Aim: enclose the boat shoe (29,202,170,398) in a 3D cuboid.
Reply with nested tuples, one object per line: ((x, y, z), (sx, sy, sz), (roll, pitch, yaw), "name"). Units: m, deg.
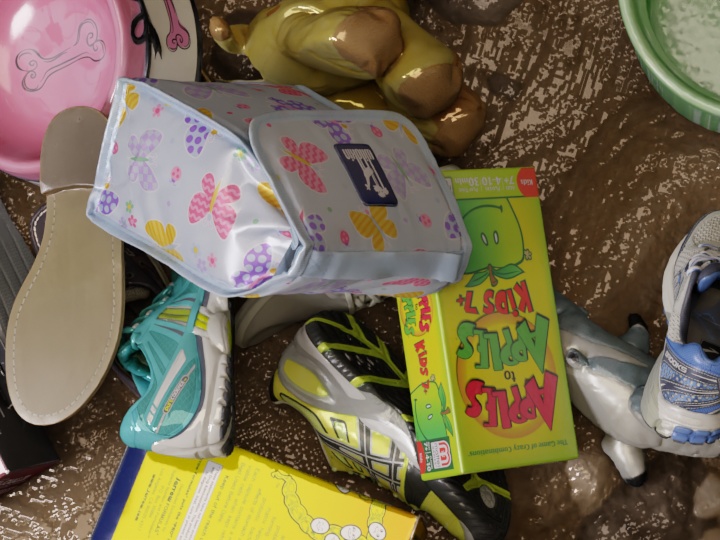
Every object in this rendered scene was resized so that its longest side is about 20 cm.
((-0.164, 0.025, 1.653), (0.072, 0.065, 0.200), (-36, 78, 0), "boat shoe")

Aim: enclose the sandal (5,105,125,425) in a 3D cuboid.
((-0.184, 0.000, 1.589), (0.077, 0.070, 0.212), (5, 85, 11), "sandal")

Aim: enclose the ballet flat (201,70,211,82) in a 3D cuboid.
((-0.128, -0.113, 1.676), (0.069, 0.063, 0.200), (-36, 79, -5), "ballet flat")

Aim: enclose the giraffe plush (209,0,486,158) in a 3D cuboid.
((0.007, -0.187, 1.645), (0.200, 0.173, 0.162), (13, 69, 32), "giraffe plush")

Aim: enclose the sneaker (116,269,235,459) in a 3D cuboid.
((-0.123, 0.040, 1.574), (0.079, 0.078, 0.200), (-1, 44, -1), "sneaker")

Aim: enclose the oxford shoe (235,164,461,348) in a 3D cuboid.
((0.000, 0.000, 1.641), (0.200, 0.075, 0.058), (-32, 77, -6), "oxford shoe")

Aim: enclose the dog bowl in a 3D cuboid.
((-0.212, -0.151, 1.645), (0.200, 0.074, 0.201), (2, 94, 29), "dog bowl")

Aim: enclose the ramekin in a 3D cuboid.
((0.276, -0.187, 1.637), (0.200, 0.098, 0.200), (-1, 80, 5), "ramekin")

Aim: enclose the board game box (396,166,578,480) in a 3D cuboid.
((0.080, 0.034, 1.587), (0.101, 0.048, 0.200), (-4, 83, -36), "board game box")

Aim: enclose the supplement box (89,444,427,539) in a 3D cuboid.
((-0.067, 0.184, 1.594), (0.200, 0.109, 0.110), (21, 82, 8), "supplement box")

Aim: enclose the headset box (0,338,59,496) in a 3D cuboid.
((-0.311, 0.104, 1.612), (0.200, 0.075, 0.149), (-30, 82, 20), "headset box")

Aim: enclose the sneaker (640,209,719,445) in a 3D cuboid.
((0.241, 0.021, 1.574), (0.077, 0.085, 0.200), (15, 45, 2), "sneaker")

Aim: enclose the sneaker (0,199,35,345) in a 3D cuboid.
((-0.278, -0.005, 1.677), (0.071, 0.073, 0.200), (-27, 80, 28), "sneaker")

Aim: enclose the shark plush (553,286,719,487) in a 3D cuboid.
((0.173, 0.064, 1.636), (0.083, 0.091, 0.200), (-37, 61, -26), "shark plush")

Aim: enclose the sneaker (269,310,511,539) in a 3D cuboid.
((0.023, 0.118, 1.628), (0.200, 0.075, 0.076), (47, 122, 5), "sneaker")

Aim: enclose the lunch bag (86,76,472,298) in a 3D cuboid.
((-0.044, -0.048, 1.509), (0.200, 0.169, 0.127), (32, 112, 40), "lunch bag")
